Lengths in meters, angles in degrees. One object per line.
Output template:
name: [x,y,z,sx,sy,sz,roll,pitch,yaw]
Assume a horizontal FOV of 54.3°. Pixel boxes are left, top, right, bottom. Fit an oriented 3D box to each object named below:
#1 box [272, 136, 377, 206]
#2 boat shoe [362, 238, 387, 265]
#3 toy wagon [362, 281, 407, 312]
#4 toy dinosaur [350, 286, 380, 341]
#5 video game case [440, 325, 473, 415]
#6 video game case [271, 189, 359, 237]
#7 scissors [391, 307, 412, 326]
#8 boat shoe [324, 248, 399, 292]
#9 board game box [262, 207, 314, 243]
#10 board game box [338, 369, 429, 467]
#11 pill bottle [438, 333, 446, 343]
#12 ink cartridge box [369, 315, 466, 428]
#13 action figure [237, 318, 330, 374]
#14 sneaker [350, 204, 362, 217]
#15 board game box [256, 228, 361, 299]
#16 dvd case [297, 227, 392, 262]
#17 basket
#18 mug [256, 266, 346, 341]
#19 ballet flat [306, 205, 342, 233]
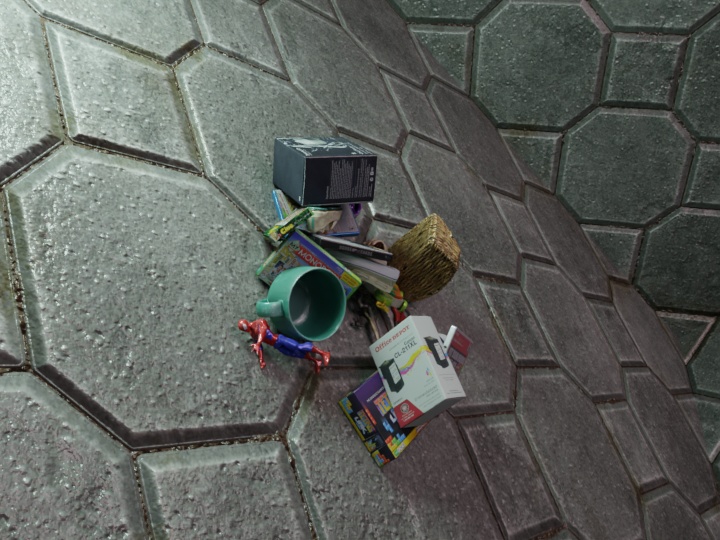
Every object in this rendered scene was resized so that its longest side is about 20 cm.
box: [-0.091,-0.246,1.720,0.193,0.126,0.200,-8,26,-27]
boat shoe: [0.040,-0.045,1.820,0.073,0.070,0.200,29,9,-17]
toy wagon: [0.052,0.047,1.776,0.154,0.040,0.200,34,12,-16]
toy dinosaur: [0.015,0.110,1.725,0.088,0.047,0.203,28,42,-46]
video game case: [0.211,0.246,1.711,0.017,0.203,0.143,20,-9,31]
video game case: [-0.111,-0.143,1.752,0.197,0.018,0.145,-6,62,-28]
scissors: [0.093,0.138,1.834,0.073,0.014,0.201,49,32,-12]
boat shoe: [0.000,0.000,1.663,0.197,0.063,0.072,19,3,-17]
board game box: [-0.162,-0.100,1.537,0.024,0.104,0.200,52,-8,-11]
board game box: [0.059,0.314,1.569,0.167,0.056,0.199,57,31,4]
pill bottle: [0.152,0.212,1.733,0.199,0.119,0.121,-5,63,-55]
ink cartridge box: [0.121,0.222,1.552,0.082,0.145,0.202,6,53,-48]
action figure: [-0.162,0.166,1.397,0.198,0.065,0.100,30,45,-16]
sneaker: [-0.062,-0.154,1.838,0.199,0.088,0.081,-20,76,-57]
board game box: [-0.113,0.015,1.557,0.199,0.135,0.029,38,13,-23]
dvd case: [-0.042,-0.060,1.658,0.197,0.025,0.150,11,6,-31]
basket: [0.178,-0.029,1.929,0.142,0.199,0.150,39,33,-20]
mug: [-0.132,0.061,1.475,0.184,0.113,0.154,36,70,-35]
ballet flat: [-0.091,-0.122,1.670,0.200,0.066,0.064,-24,117,-73]
